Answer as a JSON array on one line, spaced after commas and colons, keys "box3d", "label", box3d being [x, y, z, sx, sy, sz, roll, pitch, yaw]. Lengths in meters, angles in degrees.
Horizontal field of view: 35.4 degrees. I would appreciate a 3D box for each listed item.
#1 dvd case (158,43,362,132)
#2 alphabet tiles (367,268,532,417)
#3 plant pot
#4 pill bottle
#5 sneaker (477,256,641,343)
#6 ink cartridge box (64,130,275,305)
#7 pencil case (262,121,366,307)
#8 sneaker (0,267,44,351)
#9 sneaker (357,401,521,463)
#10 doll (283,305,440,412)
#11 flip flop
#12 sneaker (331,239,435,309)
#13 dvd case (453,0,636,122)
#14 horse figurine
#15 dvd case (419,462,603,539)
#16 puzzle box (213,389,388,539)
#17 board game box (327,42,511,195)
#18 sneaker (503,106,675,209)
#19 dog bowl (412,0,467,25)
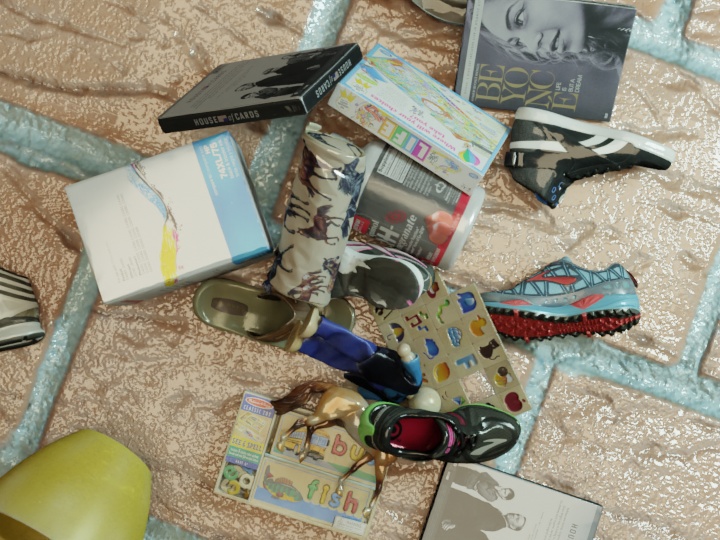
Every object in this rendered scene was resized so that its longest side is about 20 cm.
[{"box3d": [-0.116, -0.211, 1.303, 0.200, 0.150, 0.025, -3, 121, 31], "label": "dvd case"}, {"box3d": [0.092, 0.108, 1.372, 0.167, 0.008, 0.200, -25, 88, 18], "label": "alphabet tiles"}, {"box3d": [-0.326, 0.271, 1.317, 0.200, 0.200, 0.142, 31, 61, 1], "label": "plant pot"}, {"box3d": [0.039, -0.088, 1.355, 0.200, 0.111, 0.111, 25, 88, 1], "label": "pill bottle"}, {"box3d": [0.238, 0.032, 1.380, 0.200, 0.079, 0.096, -1, 57, 8], "label": "sneaker"}, {"box3d": [-0.219, -0.056, 1.335, 0.200, 0.147, 0.146, -19, 88, -1], "label": "ink cartridge box"}, {"box3d": [-0.053, -0.062, 1.286, 0.089, 0.078, 0.200, 26, 111, 27], "label": "pencil case"}, {"box3d": [-0.494, 0.050, 1.377, 0.200, 0.076, 0.116, -12, 79, -8], "label": "sneaker"}, {"box3d": [0.097, 0.195, 1.304, 0.200, 0.084, 0.077, 2, 99, -19], "label": "sneaker"}, {"box3d": [0.010, 0.118, 1.343, 0.200, 0.136, 0.049, 30, 50, -13], "label": "doll"}, {"box3d": [-0.104, 0.053, 1.368, 0.200, 0.058, 0.081, 13, 88, -11], "label": "flip flop"}, {"box3d": [0.000, 0.000, 1.361, 0.200, 0.086, 0.080, 22, 108, 28], "label": "sneaker"}, {"box3d": [0.220, -0.260, 1.369, 0.200, 0.016, 0.149, 7, 123, 1], "label": "dvd case"}, {"box3d": [-0.012, 0.196, 1.348, 0.200, 0.050, 0.133, 38, 89, 1], "label": "horse figurine"}, {"box3d": [0.179, 0.327, 1.381, 0.200, 0.025, 0.151, 19, 88, 0], "label": "dvd case"}, {"box3d": [-0.067, 0.238, 1.384, 0.200, 0.025, 0.133, 17, 87, 1], "label": "puzzle box"}, {"box3d": [0.074, -0.184, 1.353, 0.200, 0.134, 0.034, 33, 128, 2], "label": "board game box"}, {"box3d": [0.275, -0.123, 1.383, 0.200, 0.073, 0.112, 16, 94, 6], "label": "sneaker"}, {"box3d": [0.134, -0.396, 1.394, 0.200, 0.059, 0.201, 0, 88, -1], "label": "dog bowl"}]
